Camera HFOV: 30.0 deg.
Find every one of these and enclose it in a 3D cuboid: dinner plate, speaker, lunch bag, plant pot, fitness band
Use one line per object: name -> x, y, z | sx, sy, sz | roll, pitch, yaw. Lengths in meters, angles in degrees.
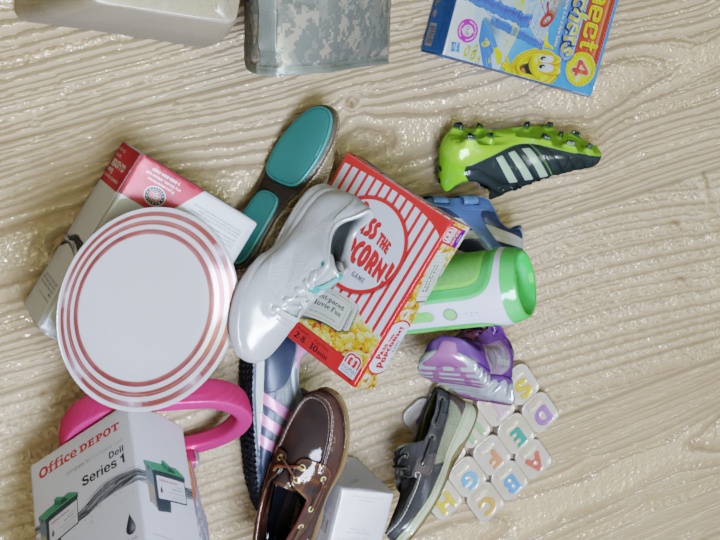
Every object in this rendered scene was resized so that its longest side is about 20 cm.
dinner plate -> -0.206, 0.037, 1.294 | 0.200, 0.024, 0.201 | -10, 105, -39
speaker -> 0.082, 0.025, 1.436 | 0.200, 0.088, 0.089 | -7, 113, 24
lunch bag -> -0.052, -0.275, 1.293 | 0.200, 0.117, 0.164 | -24, 121, -62
plant pot -> -0.195, -0.310, 1.233 | 0.200, 0.177, 0.200 | 5, 102, -24
fitness band -> -0.210, 0.163, 1.385 | 0.200, 0.037, 0.144 | -3, 145, -22

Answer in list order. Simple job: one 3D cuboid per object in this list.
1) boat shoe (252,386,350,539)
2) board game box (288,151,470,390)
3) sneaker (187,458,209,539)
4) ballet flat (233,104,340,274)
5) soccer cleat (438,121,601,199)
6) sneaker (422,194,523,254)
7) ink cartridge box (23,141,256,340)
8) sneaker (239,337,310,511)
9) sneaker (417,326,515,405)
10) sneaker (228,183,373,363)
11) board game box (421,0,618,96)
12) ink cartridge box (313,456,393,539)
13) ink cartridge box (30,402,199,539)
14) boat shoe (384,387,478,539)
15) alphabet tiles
boat shoe -> -0.065, 0.223, 1.422 | 0.070, 0.070, 0.200 | -8, 113, -57
board game box -> 0.000, 0.000, 1.404 | 0.200, 0.151, 0.046 | -60, 150, 7
sneaker -> -0.224, 0.285, 1.446 | 0.112, 0.078, 0.200 | -7, 120, -1
ballet flat -> -0.075, -0.081, 1.419 | 0.200, 0.070, 0.065 | -56, 144, 2
soccer cleat -> 0.177, -0.123, 1.514 | 0.200, 0.068, 0.081 | 0, 122, -22
sneaker -> 0.097, -0.052, 1.489 | 0.200, 0.074, 0.082 | 29, 74, -21
ink cartridge box -> -0.223, -0.005, 1.354 | 0.144, 0.084, 0.200 | 32, 89, -28
sneaker -> -0.087, 0.167, 1.467 | 0.082, 0.070, 0.200 | -4, 107, -21
sneaker -> 0.125, 0.091, 1.499 | 0.200, 0.080, 0.089 | 34, 67, -63
sneaker -> -0.057, 0.008, 1.343 | 0.075, 0.088, 0.200 | 36, 80, -47
board game box -> 0.186, -0.310, 1.465 | 0.196, 0.056, 0.200 | 10, 99, -25
ink cartridge box -> -0.035, 0.318, 1.503 | 0.067, 0.117, 0.200 | 10, 100, -24
ink cartridge box -> -0.236, 0.250, 1.294 | 0.146, 0.200, 0.084 | -33, 140, 21
boat shoe -> 0.067, 0.218, 1.512 | 0.066, 0.072, 0.201 | 33, 55, -3
alphabet tiles -> 0.143, 0.203, 1.608 | 0.200, 0.015, 0.196 | -40, 116, -10
